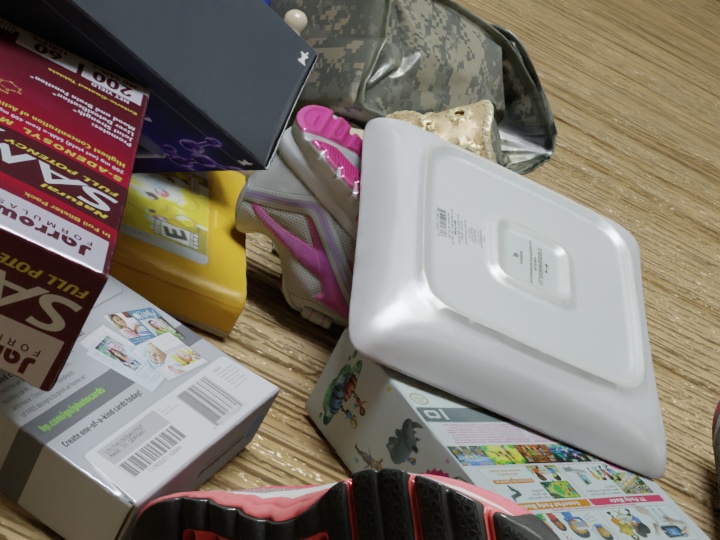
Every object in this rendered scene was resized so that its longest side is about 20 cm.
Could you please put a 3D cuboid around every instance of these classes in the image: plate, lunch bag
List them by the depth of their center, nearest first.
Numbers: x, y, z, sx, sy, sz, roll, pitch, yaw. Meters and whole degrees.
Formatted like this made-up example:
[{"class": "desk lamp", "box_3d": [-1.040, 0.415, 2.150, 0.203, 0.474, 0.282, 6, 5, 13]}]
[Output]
[{"class": "plate", "box_3d": [0.090, 0.003, 0.881, 0.199, 0.032, 0.200, 24, 40, -16]}, {"class": "lunch bag", "box_3d": [0.029, -0.132, 1.138, 0.199, 0.119, 0.163, 23, -12, -40]}]

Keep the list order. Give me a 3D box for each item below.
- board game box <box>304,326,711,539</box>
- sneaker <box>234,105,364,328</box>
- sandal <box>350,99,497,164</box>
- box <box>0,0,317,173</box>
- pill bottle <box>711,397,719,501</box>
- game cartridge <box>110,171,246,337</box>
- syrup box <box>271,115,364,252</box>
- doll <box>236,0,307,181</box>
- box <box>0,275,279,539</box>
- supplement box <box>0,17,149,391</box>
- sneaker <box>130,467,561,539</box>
[{"class": "board game box", "box_3d": [0.083, 0.117, 0.825, 0.147, 0.065, 0.200, 6, 32, -42]}, {"class": "sneaker", "box_3d": [0.000, 0.000, 0.942, 0.200, 0.088, 0.081, 52, 22, -11]}, {"class": "sandal", "box_3d": [0.075, -0.075, 0.993, 0.210, 0.070, 0.078, 21, 25, -18]}, {"class": "box", "box_3d": [-0.141, -0.132, 0.784, 0.140, 0.079, 0.200, -1, -30, 43]}, {"class": "pill bottle", "box_3d": [0.275, 0.138, 0.938, 0.115, 0.116, 0.200, 28, 24, -3]}, {"class": "game cartridge", "box_3d": [-0.162, -0.050, 0.918, 0.199, 0.033, 0.177, 24, 24, -17]}, {"class": "syrup box", "box_3d": [0.047, -0.018, 1.036, 0.199, 0.079, 0.082, 26, 24, -8]}, {"class": "doll", "box_3d": [-0.084, -0.151, 1.079, 0.048, 0.136, 0.202, 23, 57, -42]}, {"class": "box", "box_3d": [-0.155, 0.039, 0.735, 0.199, 0.041, 0.156, 34, 23, 9]}, {"class": "supplement box", "box_3d": [-0.155, -0.042, 0.656, 0.108, 0.061, 0.200, 25, 24, -15]}, {"class": "sneaker", "box_3d": [0.003, 0.110, 0.630, 0.199, 0.074, 0.087, -3, 1, 32]}]
